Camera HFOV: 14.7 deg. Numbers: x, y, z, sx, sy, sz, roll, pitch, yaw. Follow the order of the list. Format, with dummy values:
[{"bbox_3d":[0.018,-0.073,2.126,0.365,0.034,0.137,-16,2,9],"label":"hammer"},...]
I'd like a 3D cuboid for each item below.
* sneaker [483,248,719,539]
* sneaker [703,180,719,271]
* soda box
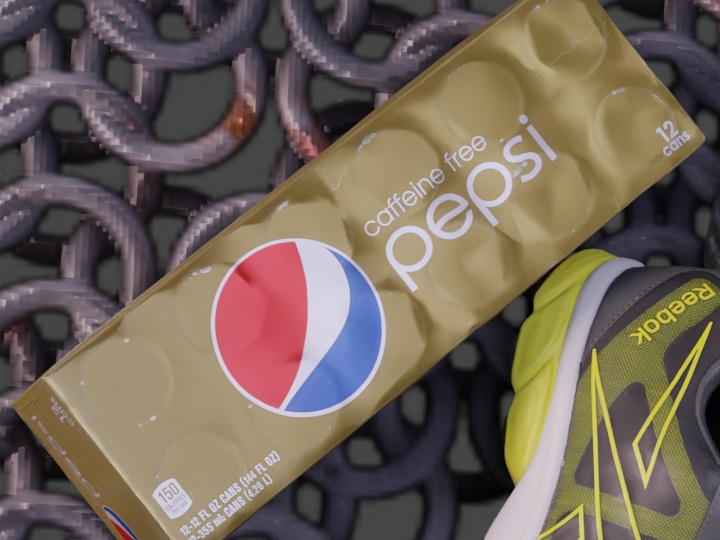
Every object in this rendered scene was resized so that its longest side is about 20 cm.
[{"bbox_3d":[0.080,0.088,0.788,0.074,0.084,0.201,24,68,-53],"label":"sneaker"},{"bbox_3d":[0.184,-0.065,0.861,0.104,0.075,0.201,27,70,-3],"label":"sneaker"},{"bbox_3d":[0.000,0.000,0.808,0.200,0.064,0.068,-39,91,-18],"label":"soda box"}]
